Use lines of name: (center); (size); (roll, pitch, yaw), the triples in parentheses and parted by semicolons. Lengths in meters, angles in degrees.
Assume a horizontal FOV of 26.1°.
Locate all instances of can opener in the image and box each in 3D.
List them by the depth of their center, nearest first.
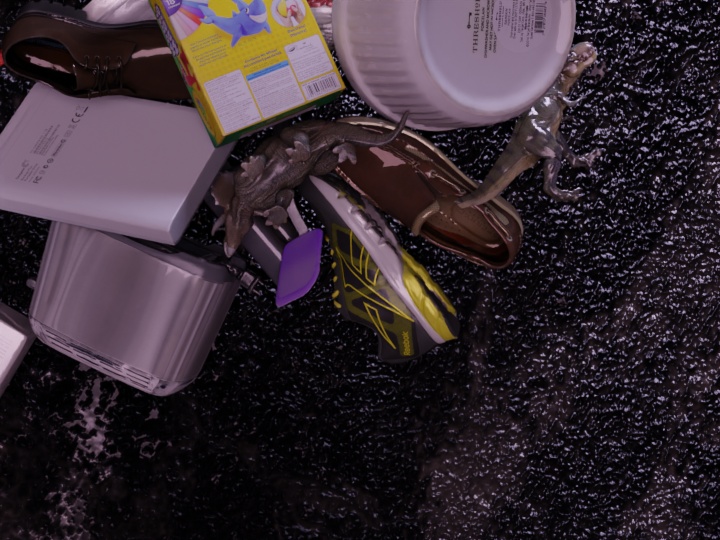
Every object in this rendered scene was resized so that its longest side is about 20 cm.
can opener: (-0.125, -0.061, 1.389); (0.067, 0.053, 0.200); (-35, 99, 36)

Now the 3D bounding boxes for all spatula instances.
spatula: (-0.061, -0.068, 1.355); (0.021, 0.057, 0.200); (10, 65, -42)

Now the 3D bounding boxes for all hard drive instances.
hard drive: (-0.217, -0.094, 1.312); (0.200, 0.027, 0.132); (11, 55, 22)

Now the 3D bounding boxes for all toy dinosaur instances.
toy dinosaur: (-0.056, -0.093, 1.294); (0.200, 0.102, 0.077); (-40, 111, 4)
toy dinosaur: (0.164, -0.107, 1.367); (0.088, 0.047, 0.200); (38, 69, -8)

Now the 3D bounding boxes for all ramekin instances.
ramekin: (0.086, -0.213, 1.298); (0.200, 0.105, 0.200); (-6, 102, -28)

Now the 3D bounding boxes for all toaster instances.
toaster: (-0.191, 0.023, 1.351); (0.200, 0.114, 0.129); (24, 100, 8)

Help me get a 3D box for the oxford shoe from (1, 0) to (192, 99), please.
oxford shoe: (-0.206, -0.169, 1.308); (0.200, 0.084, 0.073); (8, 127, 6)

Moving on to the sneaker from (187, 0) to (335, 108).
sneaker: (-0.067, -0.190, 1.359); (0.200, 0.078, 0.082); (-12, 101, 10)

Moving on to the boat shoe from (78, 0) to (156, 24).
boat shoe: (-0.154, -0.254, 1.347); (0.200, 0.072, 0.069); (-37, 105, 2)

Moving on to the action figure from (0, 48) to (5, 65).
action figure: (-0.387, -0.165, 1.362); (0.200, 0.052, 0.065); (-15, 102, 7)

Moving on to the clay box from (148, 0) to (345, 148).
clay box: (-0.107, -0.215, 1.276); (0.115, 0.048, 0.200); (-23, 87, -16)

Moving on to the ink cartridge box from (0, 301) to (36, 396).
ink cartridge box: (-0.389, 0.109, 1.387); (0.117, 0.067, 0.200); (32, 95, -4)

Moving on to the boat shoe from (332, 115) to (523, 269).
boat shoe: (0.056, -0.066, 1.354); (0.202, 0.075, 0.075); (26, 119, -10)

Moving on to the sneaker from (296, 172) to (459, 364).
sneaker: (0.000, 0.000, 1.379); (0.085, 0.074, 0.200); (-39, 90, 14)
